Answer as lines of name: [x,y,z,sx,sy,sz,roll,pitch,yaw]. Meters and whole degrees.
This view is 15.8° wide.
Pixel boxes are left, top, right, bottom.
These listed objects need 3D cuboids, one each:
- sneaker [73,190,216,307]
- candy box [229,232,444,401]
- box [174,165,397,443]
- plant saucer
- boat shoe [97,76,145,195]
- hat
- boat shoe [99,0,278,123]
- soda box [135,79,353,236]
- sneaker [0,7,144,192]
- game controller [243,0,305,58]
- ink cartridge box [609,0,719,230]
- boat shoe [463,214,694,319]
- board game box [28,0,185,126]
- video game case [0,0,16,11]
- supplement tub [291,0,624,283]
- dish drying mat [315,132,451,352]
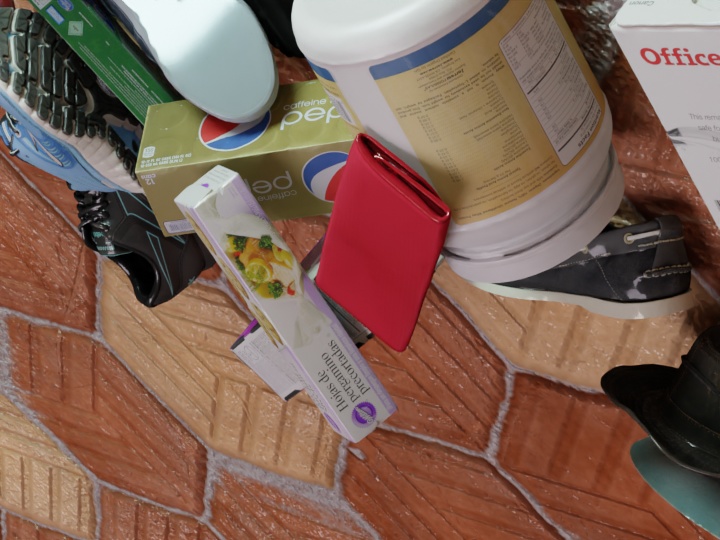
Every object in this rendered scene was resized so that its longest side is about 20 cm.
sneaker: [-0.184,-0.061,1.975,0.075,0.079,0.200,-3,129,54]
candy box: [0.000,0.000,1.777,0.061,0.136,0.200,42,151,-5]
box: [-0.047,0.022,1.674,0.200,0.039,0.041,56,168,-22]
plant saucer: [0.272,0.145,1.674,0.200,0.039,0.201,23,-165,-6]
boat shoe: [-0.177,-0.104,1.889,0.070,0.072,0.201,-24,115,29]
hat: [0.256,0.081,1.630,0.200,0.200,0.081,30,106,18]
boat shoe: [-0.118,-0.168,1.717,0.200,0.071,0.091,48,179,17]
soda box: [-0.041,-0.079,1.690,0.199,0.068,0.064,-7,134,14]
sneaker: [-0.221,-0.104,1.780,0.090,0.079,0.200,-13,144,26]
game controller: [-0.063,-0.218,1.650,0.104,0.042,0.200,-10,127,38]
ink cartridge box: [0.247,-0.084,1.408,0.147,0.083,0.200,6,138,46]
boat shoe: [0.136,-0.015,1.680,0.200,0.072,0.068,9,114,51]
board game box: [-0.170,-0.155,1.782,0.200,0.029,0.135,48,-175,-25]
video game case: [-0.257,-0.207,1.815,0.200,0.017,0.143,85,168,-57]
supplement tub: [0.062,-0.106,1.535,0.144,0.145,0.200,8,139,45]
dish drying mat: [0.013,-0.014,1.566,0.077,0.018,0.200,39,158,10]
